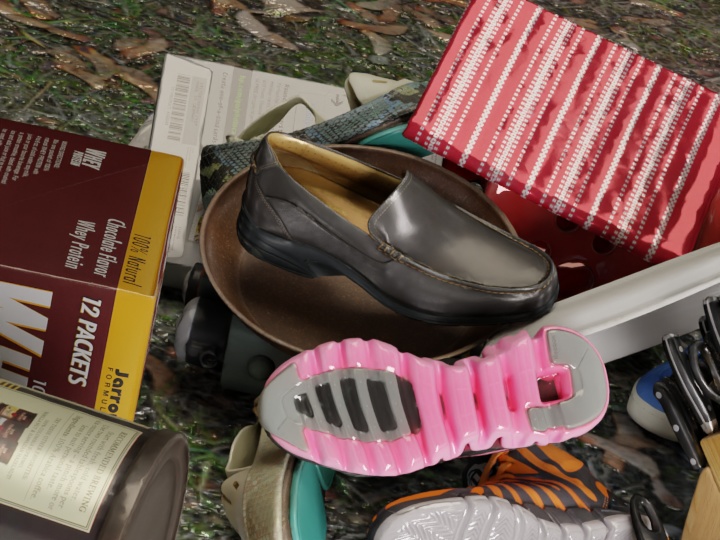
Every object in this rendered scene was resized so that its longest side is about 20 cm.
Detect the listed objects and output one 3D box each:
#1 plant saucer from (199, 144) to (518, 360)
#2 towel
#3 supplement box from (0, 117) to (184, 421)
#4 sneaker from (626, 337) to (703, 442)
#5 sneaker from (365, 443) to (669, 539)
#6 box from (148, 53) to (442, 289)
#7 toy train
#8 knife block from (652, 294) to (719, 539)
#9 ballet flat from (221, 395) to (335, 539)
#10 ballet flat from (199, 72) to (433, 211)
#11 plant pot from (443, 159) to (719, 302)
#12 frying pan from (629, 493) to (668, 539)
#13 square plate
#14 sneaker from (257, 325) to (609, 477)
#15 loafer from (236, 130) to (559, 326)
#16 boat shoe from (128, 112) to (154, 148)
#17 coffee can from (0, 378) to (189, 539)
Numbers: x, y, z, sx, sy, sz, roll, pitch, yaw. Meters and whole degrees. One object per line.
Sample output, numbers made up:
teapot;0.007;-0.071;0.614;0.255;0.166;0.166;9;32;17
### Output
plant saucer;0.000;0.000;1.493;0.199;0.037;0.201;5;41;-4
towel;0.140;-0.091;1.559;0.199;0.023;0.145;27;55;0
supplement box;-0.218;0.010;1.429;0.199;0.133;0.198;11;25;-4
sneaker;0.254;0.041;1.633;0.077;0.112;0.199;32;31;33
sneaker;0.070;0.143;1.391;0.199;0.078;0.112;9;19;-35
box;-0.047;-0.053;1.652;0.199;0.041;0.157;10;65;-6
toy train;-0.019;0.043;1.524;0.199;0.086;0.114;14;28;1
knife block;0.259;0.107;1.426;0.199;0.176;0.064;30;30;29
ballet flat;-0.048;0.124;1.390;0.062;0.068;0.200;-12;19;11
ballet flat;-0.014;-0.091;1.592;0.199;0.075;0.074;-21;31;-2
plant pot;0.147;-0.055;1.682;0.181;0.201;0.201;14;25;-15
frying pan;0.160;0.205;1.305;0.114;0.031;0.190;-12;48;-35
square plate;0.170;0.025;1.501;0.199;0.029;0.198;-21;-9;8
sneaker;0.036;0.080;1.382;0.199;0.080;0.095;-2;-12;-15
loafer;0.022;-0.024;1.438;0.199;0.073;0.073;15;43;10
boat shoe;-0.074;-0.048;1.712;0.199;0.074;0.065;19;42;16
coffee can;-0.201;0.120;1.199;0.199;0.147;0.146;17;26;8
